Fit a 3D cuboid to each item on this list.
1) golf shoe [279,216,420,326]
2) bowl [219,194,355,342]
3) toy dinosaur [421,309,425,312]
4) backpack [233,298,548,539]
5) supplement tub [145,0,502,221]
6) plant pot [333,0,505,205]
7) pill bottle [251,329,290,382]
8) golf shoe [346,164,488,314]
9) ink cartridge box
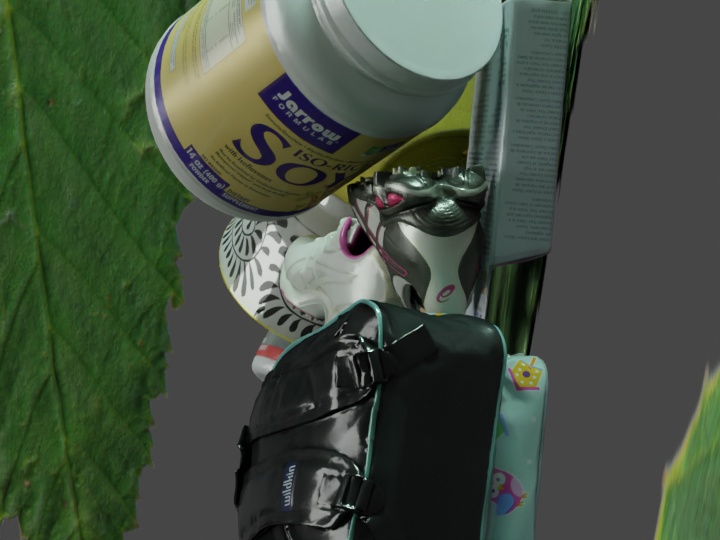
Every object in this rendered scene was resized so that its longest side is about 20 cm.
[{"bbox_3d":[0.000,0.000,1.601,0.200,0.075,0.092,-135,54,-64],"label":"golf shoe"},{"bbox_3d":[0.000,-0.036,1.792,0.201,0.199,0.095,-86,7,-51],"label":"bowl"},{"bbox_3d":[0.055,0.051,1.694,0.101,0.058,0.201,110,141,-84],"label":"toy dinosaur"},{"bbox_3d":[0.012,0.116,1.360,0.200,0.152,0.177,-20,62,59],"label":"backpack"},{"bbox_3d":[-0.023,-0.128,1.451,0.200,0.145,0.146,-32,44,48],"label":"supplement tub"},{"bbox_3d":[0.031,-0.114,1.681,0.201,0.198,0.143,99,155,-52],"label":"plant pot"},{"bbox_3d":[0.004,0.017,1.962,0.201,0.113,0.114,-63,-2,-10],"label":"pill bottle"},{"bbox_3d":[0.033,-0.016,1.443,0.200,0.077,0.089,-156,62,-88],"label":"golf shoe"},{"bbox_3d":[0.091,-0.061,1.476,0.196,0.043,0.202,-132,46,-86],"label":"ink cartridge box"}]
